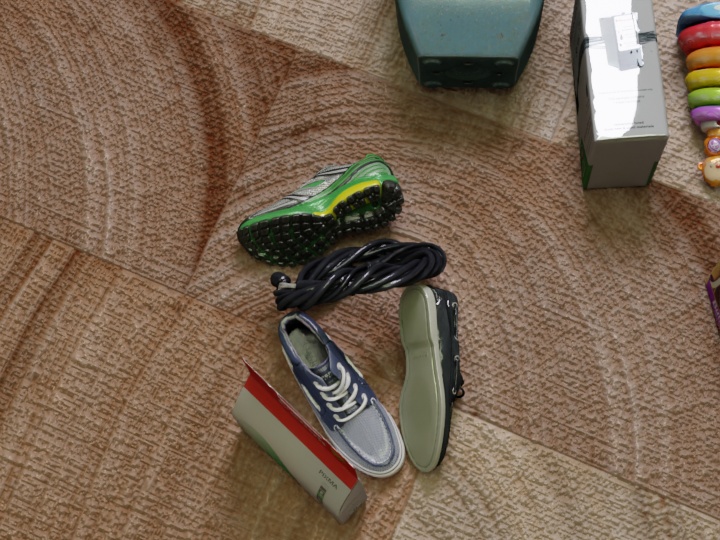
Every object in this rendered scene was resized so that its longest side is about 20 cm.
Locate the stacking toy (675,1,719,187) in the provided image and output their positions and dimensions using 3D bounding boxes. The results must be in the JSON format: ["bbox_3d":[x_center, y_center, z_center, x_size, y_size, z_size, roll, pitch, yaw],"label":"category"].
[{"bbox_3d":[0.413,-0.196,1.398,0.114,0.110,0.203,6,86,10],"label":"stacking toy"}]

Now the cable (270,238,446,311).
[{"bbox_3d":[0.000,0.000,1.333,0.197,0.163,0.052,-12,94,-8],"label":"cable"}]

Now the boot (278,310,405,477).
[{"bbox_3d":[-0.026,0.136,1.325,0.073,0.090,0.200,-38,74,-6],"label":"boot"}]

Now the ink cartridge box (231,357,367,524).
[{"bbox_3d":[-0.068,0.181,1.259,0.161,0.200,0.050,42,80,15],"label":"ink cartridge box"}]

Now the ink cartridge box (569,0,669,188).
[{"bbox_3d":[0.287,-0.212,1.378,0.082,0.147,0.203,-3,72,4],"label":"ink cartridge box"}]

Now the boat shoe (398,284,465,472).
[{"bbox_3d":[0.084,0.115,1.336,0.065,0.074,0.202,-2,84,-38],"label":"boat shoe"}]

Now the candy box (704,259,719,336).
[{"bbox_3d":[0.426,0.082,1.295,0.056,0.117,0.203,-12,73,1],"label":"candy box"}]

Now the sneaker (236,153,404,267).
[{"bbox_3d":[-0.049,-0.069,1.408,0.198,0.079,0.086,-19,42,4],"label":"sneaker"}]

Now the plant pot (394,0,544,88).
[{"bbox_3d":[0.127,-0.320,1.406,0.193,0.196,0.203,1,82,4],"label":"plant pot"}]
